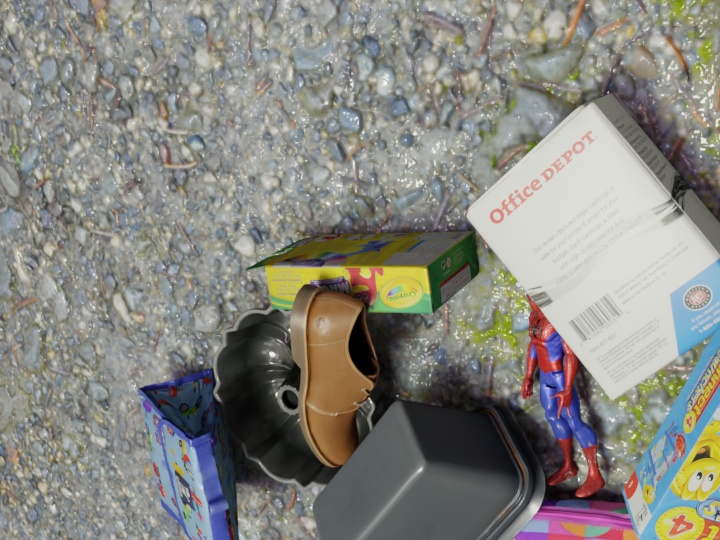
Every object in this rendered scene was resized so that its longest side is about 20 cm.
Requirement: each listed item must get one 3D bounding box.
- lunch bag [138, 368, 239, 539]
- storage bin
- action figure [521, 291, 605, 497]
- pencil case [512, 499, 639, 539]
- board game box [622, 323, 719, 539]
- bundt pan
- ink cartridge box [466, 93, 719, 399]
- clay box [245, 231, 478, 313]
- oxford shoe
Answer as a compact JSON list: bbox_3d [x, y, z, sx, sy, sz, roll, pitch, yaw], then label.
[{"bbox_3d":[-0.171,0.218,0.977,0.200,0.092,0.154,-152,52,-65],"label":"lunch bag"},{"bbox_3d":[0.050,0.207,0.850,0.201,0.133,0.147,-53,36,24],"label":"storage bin"},{"bbox_3d":[0.178,0.104,0.818,0.065,0.051,0.204,11,114,65],"label":"action figure"},{"bbox_3d":[0.215,0.250,0.829,0.197,0.088,0.090,-8,102,32],"label":"pencil case"},{"bbox_3d":[0.337,0.144,0.692,0.196,0.056,0.199,17,117,-6],"label":"board game box"},{"bbox_3d":[-0.055,0.122,0.947,0.199,0.076,0.206,10,111,27],"label":"bundt pan"},{"bbox_3d":[0.208,-0.022,0.743,0.146,0.084,0.201,-41,84,32],"label":"ink cartridge box"},{"bbox_3d":[0.000,0.000,0.852,0.197,0.115,0.049,-1,107,31],"label":"clay box"},{"bbox_3d":[-0.016,0.108,0.817,0.070,0.072,0.203,8,128,19],"label":"oxford shoe"}]
